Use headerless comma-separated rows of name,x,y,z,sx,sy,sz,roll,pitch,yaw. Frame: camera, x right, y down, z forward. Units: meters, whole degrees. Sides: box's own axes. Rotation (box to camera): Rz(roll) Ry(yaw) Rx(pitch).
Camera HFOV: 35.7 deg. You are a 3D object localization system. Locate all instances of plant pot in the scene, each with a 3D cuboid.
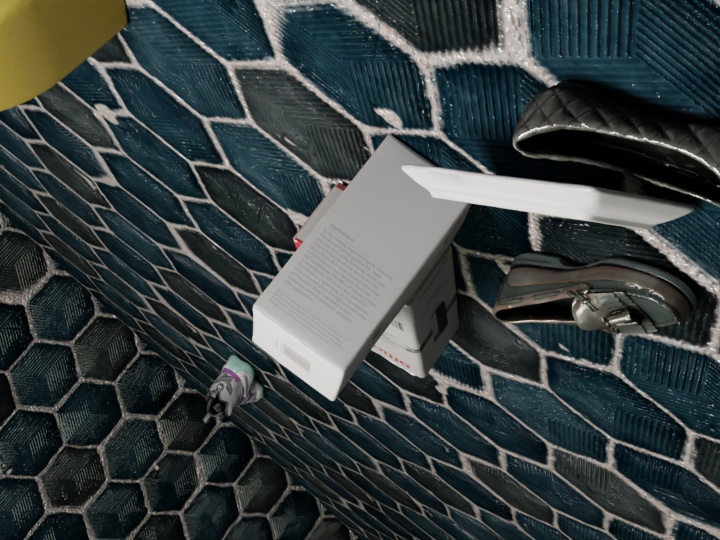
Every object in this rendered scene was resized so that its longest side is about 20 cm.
plant pot,-0.365,-0.264,1.054,0.194,0.200,0.196,36,164,6

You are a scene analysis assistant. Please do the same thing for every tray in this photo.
tray,0.129,-0.053,0.813,0.107,0.022,0.200,5,-174,-37

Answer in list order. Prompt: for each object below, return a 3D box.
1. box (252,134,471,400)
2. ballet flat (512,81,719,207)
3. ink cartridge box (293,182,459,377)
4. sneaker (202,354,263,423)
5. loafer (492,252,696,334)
box,0.000,0.000,1.001,0.097,0.200,0.124,36,162,6
ballet flat,0.188,-0.065,0.703,0.200,0.057,0.066,26,160,34
ink cartridge box,0.023,0.016,1.195,0.144,0.084,0.200,30,161,20
sneaker,-0.277,0.267,2.335,0.078,0.140,0.200,30,161,21
loafer,0.190,0.030,0.935,0.072,0.063,0.200,46,161,-27
